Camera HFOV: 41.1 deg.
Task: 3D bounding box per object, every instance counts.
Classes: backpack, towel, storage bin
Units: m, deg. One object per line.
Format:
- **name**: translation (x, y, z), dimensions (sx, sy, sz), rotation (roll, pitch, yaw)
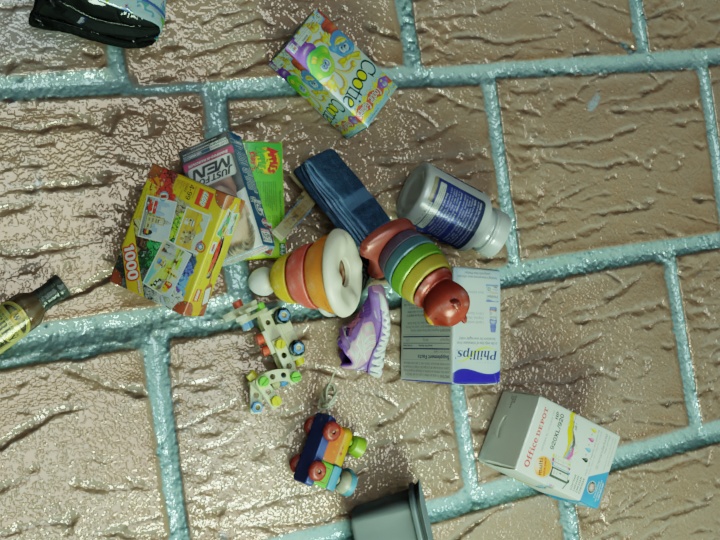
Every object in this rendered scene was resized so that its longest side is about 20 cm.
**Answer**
- **backpack**: translation (-0.410, -0.433, 1.551), dimensions (0.198, 0.162, 0.156), rotation (23, 62, -26)
- **towel**: translation (-0.022, -0.126, 1.704), dimensions (0.201, 0.049, 0.111), rotation (51, 41, 6)
- **storage bin**: translation (0.063, 0.486, 1.697), dimensions (0.132, 0.146, 0.204), rotation (-12, 91, 4)

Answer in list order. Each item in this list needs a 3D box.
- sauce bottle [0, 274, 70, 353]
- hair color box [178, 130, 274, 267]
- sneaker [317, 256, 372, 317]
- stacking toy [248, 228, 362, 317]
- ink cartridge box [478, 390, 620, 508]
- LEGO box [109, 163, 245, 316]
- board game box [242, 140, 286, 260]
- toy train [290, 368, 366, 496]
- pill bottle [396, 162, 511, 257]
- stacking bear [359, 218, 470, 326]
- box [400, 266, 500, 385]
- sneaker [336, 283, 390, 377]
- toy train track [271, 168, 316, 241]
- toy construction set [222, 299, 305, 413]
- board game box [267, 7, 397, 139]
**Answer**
- **sauce bottle**: translation (-0.546, 0.079, 1.495), dimensions (0.199, 0.065, 0.065), rotation (-41, 101, -21)
- **hair color box**: translation (-0.224, -0.118, 1.603), dimensions (0.098, 0.060, 0.203), rotation (-20, 83, 14)
- **sneaker**: translation (0.000, 0.000, 1.729), dimensions (0.074, 0.079, 0.201), rotation (41, 70, -13)
- **stacking toy**: translation (-0.106, 0.010, 1.637), dimensions (0.196, 0.146, 0.149), rotation (-4, 86, 21)
- **ink cartridge box**: translation (0.355, 0.337, 1.817), dimensions (0.198, 0.144, 0.149), rotation (27, 77, -18)
- **LEGO box**: translation (-0.294, -0.048, 1.546), dimensions (0.147, 0.077, 0.203), rotation (21, 93, 15)
- **board game box**: translation (-0.186, -0.121, 1.675), dimensions (0.100, 0.047, 0.204), rotation (-1, 87, -24)
- **toy train**: translation (-0.035, 0.290, 1.693), dimensions (0.115, 0.084, 0.203), rotation (28, 75, -29)
- **pill bottle**: translation (0.177, -0.106, 1.791), dimensions (0.198, 0.119, 0.122), rotation (26, 76, -19)
- **stacking bear**: translation (0.105, 0.015, 1.621), dimensions (0.113, 0.122, 0.200), rotation (-38, 60, -9)
- **box**: translation (0.161, 0.101, 1.731), dimensions (0.103, 0.183, 0.204), rotation (4, 85, -26)
- **sneaker**: translation (0.003, 0.109, 1.683), dimensions (0.087, 0.202, 0.081), rotation (3, 41, -6)
- **toy train track**: translation (-0.103, -0.107, 1.685), dimensions (0.114, 0.033, 0.201), rotation (42, 41, -4)
- **toy construction set**: translation (-0.165, 0.133, 1.646), dimensions (0.130, 0.092, 0.203), rotation (-25, 106, -23)
- **board game box**: translation (-0.050, -0.350, 1.722), dimensions (0.199, 0.103, 0.106), rotation (41, 72, -15)
